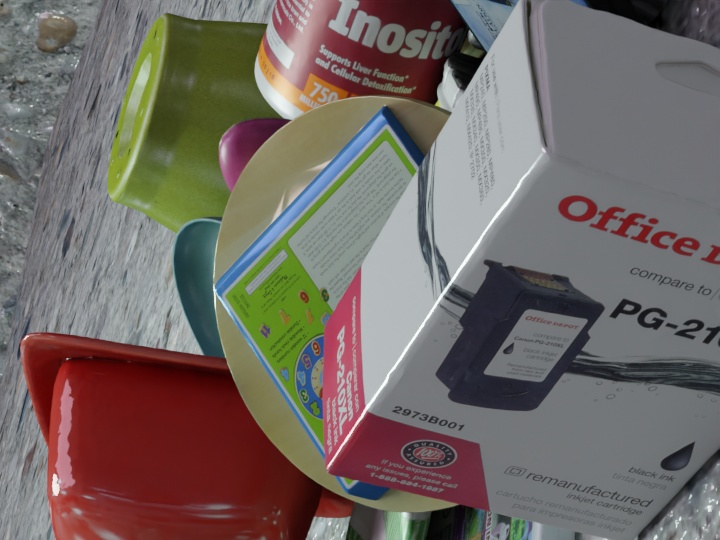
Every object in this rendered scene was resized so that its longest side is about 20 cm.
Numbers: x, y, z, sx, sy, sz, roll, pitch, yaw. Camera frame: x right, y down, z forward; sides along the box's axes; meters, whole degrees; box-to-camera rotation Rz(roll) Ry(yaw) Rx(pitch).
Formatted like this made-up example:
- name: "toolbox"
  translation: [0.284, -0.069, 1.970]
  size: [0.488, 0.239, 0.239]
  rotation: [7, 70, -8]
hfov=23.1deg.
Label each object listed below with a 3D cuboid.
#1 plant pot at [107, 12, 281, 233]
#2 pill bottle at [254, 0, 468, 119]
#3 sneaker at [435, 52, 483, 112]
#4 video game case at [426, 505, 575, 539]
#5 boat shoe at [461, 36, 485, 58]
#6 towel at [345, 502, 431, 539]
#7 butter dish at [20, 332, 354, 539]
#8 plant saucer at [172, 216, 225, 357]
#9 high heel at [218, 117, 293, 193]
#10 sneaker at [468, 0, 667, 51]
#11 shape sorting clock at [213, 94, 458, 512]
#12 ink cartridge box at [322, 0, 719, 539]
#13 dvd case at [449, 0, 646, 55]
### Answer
- name: "plant pot"
  translation: [-0.064, -0.084, 1.195]
  size: [0.200, 0.191, 0.202]
  rotation: [-164, 90, -73]
- name: "pill bottle"
  translation: [0.019, -0.178, 1.005]
  size: [0.113, 0.112, 0.201]
  rotation: [-98, 25, -54]
- name: "sneaker"
  translation: [0.063, -0.038, 0.949]
  size: [0.200, 0.078, 0.091]
  rotation: [-81, 13, -62]
- name: "video game case"
  translation: [0.058, 0.152, 0.873]
  size: [0.182, 0.023, 0.202]
  rotation: [131, 151, -57]
- name: "boat shoe"
  translation: [0.076, -0.208, 1.074]
  size: [0.074, 0.062, 0.201]
  rotation: [-96, 26, -50]
- name: "towel"
  translation: [0.005, 0.166, 0.962]
  size: [0.153, 0.023, 0.202]
  rotation: [-103, 27, -70]
- name: "butter dish"
  translation: [-0.105, 0.142, 1.021]
  size: [0.201, 0.197, 0.149]
  rotation: [93, -173, -60]
- name: "plant saucer"
  translation: [-0.043, 0.049, 1.087]
  size: [0.027, 0.201, 0.200]
  rotation: [-35, -1, -26]
- name: "high heel"
  translation: [0.000, 0.000, 0.919]
  size: [0.067, 0.200, 0.096]
  rotation: [-33, 45, 11]
- name: "sneaker"
  translation: [0.105, -0.165, 0.912]
  size: [0.200, 0.074, 0.083]
  rotation: [170, 114, -72]
- name: "shape sorting clock"
  translation: [0.013, 0.017, 0.845]
  size: [0.198, 0.039, 0.202]
  rotation: [5, 99, 34]
- name: "ink cartridge box"
  translation: [0.087, 0.008, 0.686]
  size: [0.201, 0.143, 0.085]
  rotation: [122, 156, -44]
- name: "dvd case"
  translation: [0.093, -0.101, 0.809]
  size: [0.018, 0.143, 0.200]
  rotation: [-39, 16, -5]
